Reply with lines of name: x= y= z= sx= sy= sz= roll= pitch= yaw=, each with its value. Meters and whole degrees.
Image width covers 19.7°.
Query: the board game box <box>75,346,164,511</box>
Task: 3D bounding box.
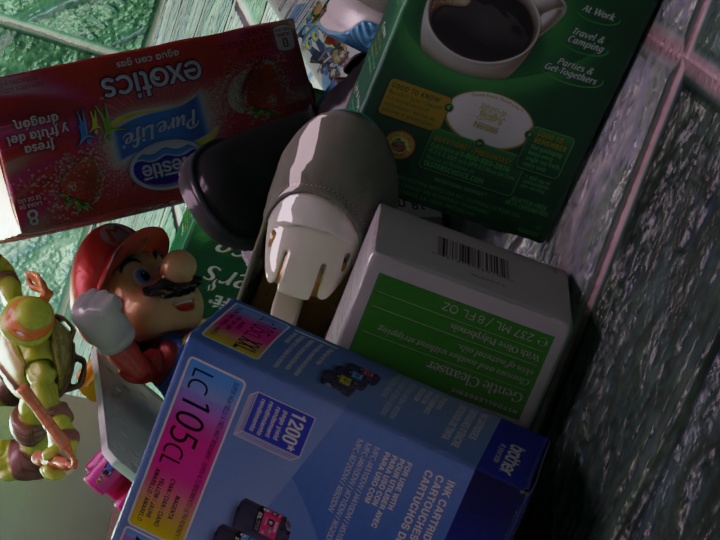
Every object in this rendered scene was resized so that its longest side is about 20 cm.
board game box: x=-0.089 y=0.143 z=1.238 sx=0.026 sy=0.200 sz=0.200 roll=-46 pitch=17 yaw=5

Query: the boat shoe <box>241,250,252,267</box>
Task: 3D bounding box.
boat shoe: x=-0.022 y=0.044 z=1.176 sx=0.072 sy=0.070 sz=0.201 roll=-51 pitch=54 yaw=16

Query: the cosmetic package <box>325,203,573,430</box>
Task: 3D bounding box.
cosmetic package: x=0.021 y=0.082 z=1.033 sx=0.085 sy=0.108 sz=0.200 roll=-81 pitch=11 yaw=-71

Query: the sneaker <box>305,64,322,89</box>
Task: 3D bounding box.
sneaker: x=0.013 y=-0.184 z=1.513 sx=0.087 sy=0.075 sz=0.200 roll=18 pitch=94 yaw=63

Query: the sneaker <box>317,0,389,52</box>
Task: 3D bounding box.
sneaker: x=0.032 y=-0.177 z=1.285 sx=0.081 sy=0.076 sz=0.200 roll=-64 pitch=-4 yaw=24

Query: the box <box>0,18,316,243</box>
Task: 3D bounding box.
box: x=-0.134 y=-0.084 z=1.268 sx=0.100 sy=0.200 sz=0.096 roll=171 pitch=85 yaw=-69

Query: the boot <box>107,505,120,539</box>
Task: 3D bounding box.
boot: x=-0.085 y=0.215 z=1.298 sx=0.070 sy=0.200 sz=0.146 roll=-33 pitch=4 yaw=18

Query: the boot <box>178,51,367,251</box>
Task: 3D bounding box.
boot: x=0.009 y=-0.098 z=1.135 sx=0.200 sy=0.066 sz=0.165 roll=-36 pitch=-3 yaw=27

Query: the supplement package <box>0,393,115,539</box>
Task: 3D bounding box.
supplement package: x=-0.186 y=0.180 z=1.412 sx=0.151 sy=0.200 sz=0.152 roll=-28 pitch=54 yaw=55

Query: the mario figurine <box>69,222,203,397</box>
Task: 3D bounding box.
mario figurine: x=-0.096 y=0.043 z=1.239 sx=0.106 sy=0.200 sz=0.123 roll=-40 pitch=-17 yaw=-6

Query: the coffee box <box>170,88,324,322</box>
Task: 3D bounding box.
coffee box: x=-0.058 y=-0.036 z=1.454 sx=0.044 sy=0.123 sz=0.200 roll=-98 pitch=29 yaw=-54

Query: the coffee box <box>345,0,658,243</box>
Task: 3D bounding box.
coffee box: x=0.074 y=-0.120 z=1.048 sx=0.044 sy=0.123 sz=0.200 roll=-92 pitch=21 yaw=-60

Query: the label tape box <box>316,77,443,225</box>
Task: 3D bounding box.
label tape box: x=0.000 y=0.000 z=1.298 sx=0.144 sy=0.063 sz=0.200 roll=132 pitch=134 yaw=-61

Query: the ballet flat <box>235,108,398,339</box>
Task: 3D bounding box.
ballet flat: x=-0.030 y=0.008 z=1.072 sx=0.064 sy=0.067 sz=0.200 roll=-69 pitch=0 yaw=-49

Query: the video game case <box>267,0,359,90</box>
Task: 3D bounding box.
video game case: x=0.007 y=-0.242 z=1.469 sx=0.200 sy=0.022 sz=0.182 roll=-55 pitch=41 yaw=23

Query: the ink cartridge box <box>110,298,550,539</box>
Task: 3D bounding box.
ink cartridge box: x=-0.002 y=0.117 z=0.957 sx=0.076 sy=0.200 sz=0.136 roll=-52 pitch=-15 yaw=-70

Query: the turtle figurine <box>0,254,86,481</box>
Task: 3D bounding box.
turtle figurine: x=-0.200 y=0.047 z=1.224 sx=0.200 sy=0.064 sz=0.161 roll=59 pitch=156 yaw=21
